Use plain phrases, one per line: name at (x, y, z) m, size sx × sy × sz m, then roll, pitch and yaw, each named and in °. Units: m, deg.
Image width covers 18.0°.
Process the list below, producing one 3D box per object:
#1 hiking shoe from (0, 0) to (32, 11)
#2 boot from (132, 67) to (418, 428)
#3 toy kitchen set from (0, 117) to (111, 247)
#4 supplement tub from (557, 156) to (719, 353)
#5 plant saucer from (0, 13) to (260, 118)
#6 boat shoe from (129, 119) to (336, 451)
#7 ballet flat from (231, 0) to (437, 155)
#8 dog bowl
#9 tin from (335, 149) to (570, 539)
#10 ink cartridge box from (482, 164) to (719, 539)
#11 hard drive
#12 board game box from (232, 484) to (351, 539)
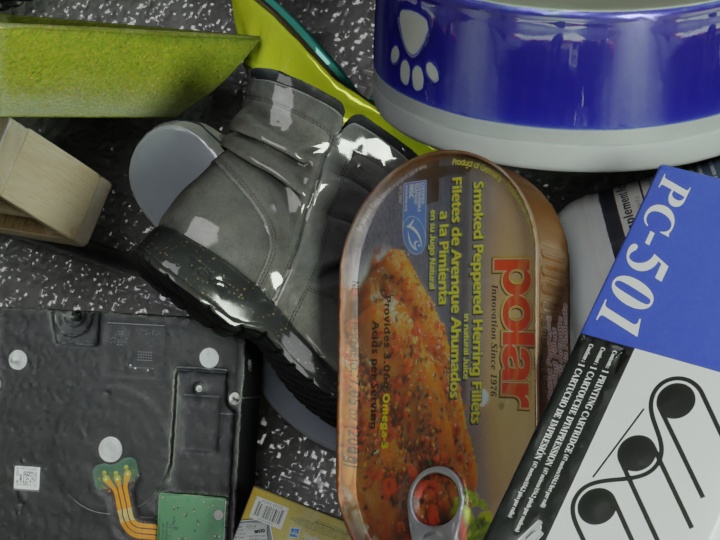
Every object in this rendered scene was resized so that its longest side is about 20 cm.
hiking shoe at (-0.156, -0.214, 1.289) m, size 0.199 × 0.076 × 0.101 m, roll -8°, pitch 70°, yaw 10°
boot at (0.000, 0.000, 1.115) m, size 0.200 × 0.070 × 0.132 m, roll 40°, pitch 75°, yaw -16°
toy kitchen set at (-0.275, 0.001, 1.167) m, size 0.180 × 0.163 × 0.200 m, roll 9°, pitch 73°, yaw 42°
supplement tub at (0.174, 0.017, 1.091) m, size 0.200 × 0.140 × 0.141 m, roll -17°, pitch 68°, yaw 8°
plant saucer at (-0.190, -0.109, 1.187) m, size 0.199 × 0.200 × 0.048 m, roll 9°, pitch 98°, yaw 36°
boat shoe at (-0.040, 0.003, 1.188) m, size 0.073 × 0.065 × 0.200 m, roll -32°, pitch 90°, yaw 21°
ballet flat at (-0.014, -0.076, 1.212) m, size 0.200 × 0.067 × 0.067 m, roll 41°, pitch 87°, yaw 21°
dog bowl at (0.106, -0.119, 1.123) m, size 0.200 × 0.200 × 0.079 m, roll 7°, pitch 114°, yaw 16°
tin at (0.044, 0.046, 1.038) m, size 0.112 × 0.042 × 0.201 m, roll -8°, pitch 76°, yaw 40°
ink cartridge box at (0.134, 0.057, 0.967) m, size 0.094 × 0.044 × 0.200 m, roll 16°, pitch 67°, yaw 30°
hard drive at (-0.123, 0.121, 1.160) m, size 0.139 × 0.038 × 0.201 m, roll 2°, pitch 87°, yaw 15°
board game box at (0.013, 0.197, 1.063) m, size 0.200 × 0.035 × 0.136 m, roll 19°, pitch 83°, yaw 29°
